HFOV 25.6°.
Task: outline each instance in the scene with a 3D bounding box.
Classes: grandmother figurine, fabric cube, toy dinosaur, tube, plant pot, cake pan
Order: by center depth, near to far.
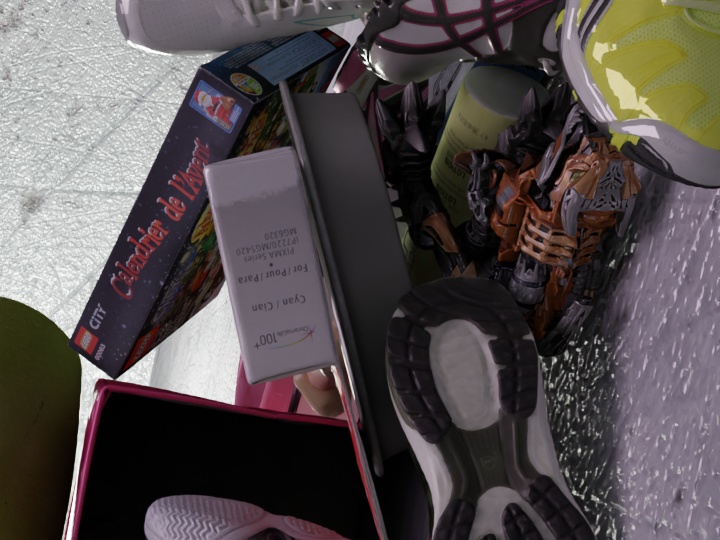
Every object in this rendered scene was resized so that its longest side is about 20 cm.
[{"bbox_3d":[0.061,-0.012,0.723,0.200,0.101,0.137,-42,51,37],"label":"toy dinosaur"},{"bbox_3d":[0.000,0.000,0.790,0.200,0.036,0.202,165,90,-88],"label":"cake pan"},{"bbox_3d":[0.050,-0.012,0.854,0.058,0.051,0.201,-88,13,-53],"label":"tube"},{"bbox_3d":[-0.240,0.117,0.922,0.188,0.186,0.201,114,178,-48],"label":"plant pot"},{"bbox_3d":[-0.077,0.176,0.930,0.199,0.198,0.199,161,119,-79],"label":"fabric cube"},{"bbox_3d":[0.016,0.015,0.984,0.200,0.060,0.122,125,165,-59],"label":"grandmother figurine"}]

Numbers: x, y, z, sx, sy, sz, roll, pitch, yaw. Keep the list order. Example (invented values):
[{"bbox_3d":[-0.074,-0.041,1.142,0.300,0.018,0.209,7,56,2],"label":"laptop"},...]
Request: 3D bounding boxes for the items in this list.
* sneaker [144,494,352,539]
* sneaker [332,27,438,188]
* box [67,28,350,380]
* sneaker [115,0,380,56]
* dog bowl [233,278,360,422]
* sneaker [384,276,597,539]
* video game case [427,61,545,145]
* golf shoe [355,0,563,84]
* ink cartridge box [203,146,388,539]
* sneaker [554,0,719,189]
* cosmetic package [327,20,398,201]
[{"bbox_3d":[-0.028,0.188,0.772,0.075,0.198,0.116,4,-81,-61],"label":"sneaker"},{"bbox_3d":[0.013,-0.078,0.994,0.081,0.086,0.200,-58,0,-37],"label":"sneaker"},{"bbox_3d":[-0.088,-0.045,0.926,0.201,0.038,0.137,-60,-8,30],"label":"box"},{"bbox_3d":[-0.030,-0.158,0.823,0.080,0.198,0.071,-138,32,-68],"label":"sneaker"},{"bbox_3d":[-0.042,0.060,1.172,0.200,0.073,0.202,-169,90,-79],"label":"dog bowl"},{"bbox_3d":[0.058,0.107,0.664,0.089,0.076,0.202,76,-173,-67],"label":"sneaker"},{"bbox_3d":[0.088,-0.192,0.850,0.200,0.045,0.183,120,156,-57],"label":"video game case"},{"bbox_3d":[0.064,-0.118,0.725,0.077,0.088,0.200,-38,1,-29],"label":"golf shoe"},{"bbox_3d":[-0.029,0.042,0.746,0.200,0.044,0.178,114,143,-87],"label":"ink cartridge box"},{"bbox_3d":[0.117,-0.123,0.577,0.077,0.075,0.202,123,153,-55],"label":"sneaker"},{"bbox_3d":[0.026,-0.169,1.108,0.151,0.051,0.202,-99,23,-62],"label":"cosmetic package"}]
